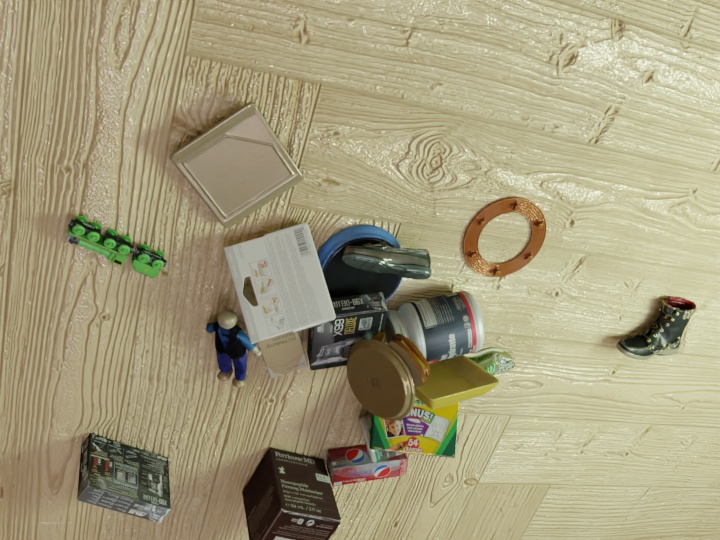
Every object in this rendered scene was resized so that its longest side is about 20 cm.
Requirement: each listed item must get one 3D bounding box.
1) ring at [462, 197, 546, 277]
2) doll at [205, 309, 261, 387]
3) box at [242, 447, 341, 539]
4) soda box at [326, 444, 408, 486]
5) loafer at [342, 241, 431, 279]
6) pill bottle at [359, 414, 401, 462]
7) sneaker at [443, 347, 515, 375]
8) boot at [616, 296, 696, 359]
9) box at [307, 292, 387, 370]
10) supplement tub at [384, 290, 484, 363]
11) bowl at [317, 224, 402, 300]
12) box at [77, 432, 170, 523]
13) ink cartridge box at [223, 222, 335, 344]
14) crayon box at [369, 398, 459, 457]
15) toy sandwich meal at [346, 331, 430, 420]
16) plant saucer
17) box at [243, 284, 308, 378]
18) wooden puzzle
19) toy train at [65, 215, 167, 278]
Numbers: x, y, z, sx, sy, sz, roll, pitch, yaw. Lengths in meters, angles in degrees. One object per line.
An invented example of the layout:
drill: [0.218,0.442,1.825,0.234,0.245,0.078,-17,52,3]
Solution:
ring: [0.322,-0.068,1.659,0.198,0.019,0.202,-9,124,-13]
doll: [-0.269,0.158,1.576,0.135,0.049,0.202,19,133,19]
box: [-0.171,0.570,1.809,0.165,0.201,0.165,19,115,-27]
soda box: [0.017,0.486,1.892,0.197,0.070,0.064,-4,123,-14]
loafer: [0.055,-0.029,1.539,0.198,0.064,0.072,12,160,-23]
pill bottle: [0.105,0.385,1.828,0.198,0.113,0.114,-17,126,-6]
sneaker: [0.288,0.243,1.806,0.198,0.089,0.078,-1,122,-17]
boot: [0.751,0.146,1.895,0.198,0.073,0.152,1,123,-22]
box: [-0.032,0.133,1.618,0.156,0.050,0.201,-7,142,-13]
supplement tub: [0.163,0.131,1.664,0.198,0.141,0.142,-12,125,-9]
bowl: [0.000,0.000,1.592,0.198,0.039,0.203,-8,123,-12]
box: [-0.519,0.459,1.657,0.199,0.158,0.050,28,111,-31]
ink cartridge box: [-0.160,0.026,1.486,0.174,0.045,0.202,-16,86,-7]
crayon box: [0.127,0.338,1.750,0.197,0.058,0.175,6,80,-2]
toy sandwich meal: [0.055,0.220,1.589,0.070,0.204,0.207,-26,136,-44]
plant saucer: [0.174,0.242,1.675,0.198,0.200,0.049,-8,114,-31]
box: [-0.181,0.122,1.590,0.094,0.078,0.202,-19,125,-5]
wooden puzzle: [-0.228,-0.195,1.402,0.184,0.037,0.201,-32,130,4]
toy train: [-0.465,-0.042,1.424,0.199,0.042,0.056,26,122,-29]
